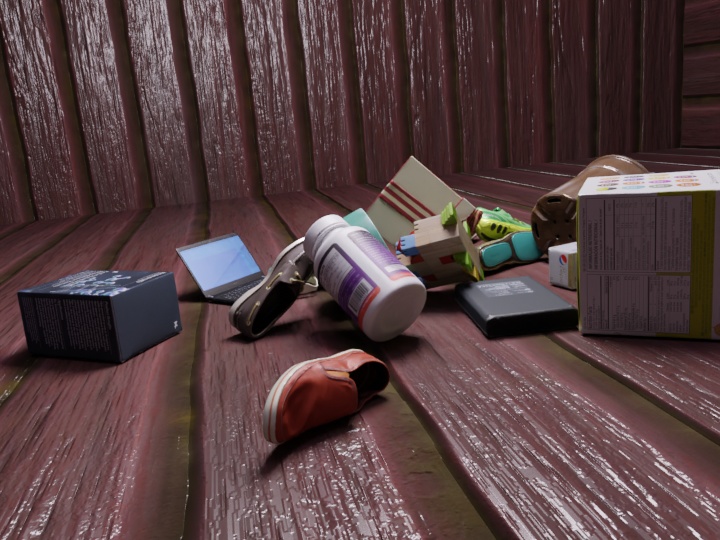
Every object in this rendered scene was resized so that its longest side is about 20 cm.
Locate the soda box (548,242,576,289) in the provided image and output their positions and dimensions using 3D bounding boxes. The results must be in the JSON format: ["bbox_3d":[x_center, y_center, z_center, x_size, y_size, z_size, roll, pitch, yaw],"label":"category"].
[{"bbox_3d":[0.437,-0.021,1.198,0.199,0.069,0.064,-11,14,-24],"label":"soda box"}]

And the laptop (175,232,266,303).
[{"bbox_3d":[-0.233,-0.008,1.329,0.199,0.104,0.177,4,17,34],"label":"laptop"}]

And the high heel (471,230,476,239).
[{"bbox_3d":[0.251,-0.089,1.541,0.142,0.072,0.200,-16,7,-15],"label":"high heel"}]

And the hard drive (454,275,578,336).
[{"bbox_3d":[0.239,0.052,1.046,0.138,0.033,0.200,-6,13,-4],"label":"hard drive"}]

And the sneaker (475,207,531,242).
[{"bbox_3d":[0.315,-0.096,1.420,0.199,0.084,0.074,14,-45,-41],"label":"sneaker"}]

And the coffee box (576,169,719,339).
[{"bbox_3d":[0.422,-0.030,0.956,0.196,0.202,0.200,0,14,23],"label":"coffee box"}]

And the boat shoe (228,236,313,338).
[{"bbox_3d":[-0.125,0.027,1.073,0.200,0.072,0.059,-46,45,-17],"label":"boat shoe"}]

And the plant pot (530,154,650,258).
[{"bbox_3d":[0.464,-0.112,1.336,0.197,0.202,0.200,-22,20,-32],"label":"plant pot"}]

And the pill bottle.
[{"bbox_3d":[-0.002,0.004,1.003,0.111,0.112,0.200,-15,46,-36],"label":"pill bottle"}]

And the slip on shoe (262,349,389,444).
[{"bbox_3d":[-0.034,0.135,0.731,0.061,0.075,0.199,8,13,33],"label":"slip on shoe"}]

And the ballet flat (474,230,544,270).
[{"bbox_3d":[0.296,-0.040,1.354,0.199,0.071,0.070,-14,16,-32],"label":"ballet flat"}]

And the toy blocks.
[{"bbox_3d":[0.125,-0.028,1.155,0.136,0.101,0.200,-13,-32,19],"label":"toy blocks"}]

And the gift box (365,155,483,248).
[{"bbox_3d":[0.120,-0.098,1.315,0.186,0.185,0.200,40,14,1],"label":"gift box"}]

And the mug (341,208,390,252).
[{"bbox_3d":[-0.006,-0.010,1.145,0.114,0.153,0.185,-31,23,-1],"label":"mug"}]

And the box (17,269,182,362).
[{"bbox_3d":[-0.420,0.068,1.075,0.198,0.108,0.148,1,14,23],"label":"box"}]

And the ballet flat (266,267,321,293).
[{"bbox_3d":[-0.087,0.015,1.294,0.199,0.071,0.065,-13,44,-28],"label":"ballet flat"}]
